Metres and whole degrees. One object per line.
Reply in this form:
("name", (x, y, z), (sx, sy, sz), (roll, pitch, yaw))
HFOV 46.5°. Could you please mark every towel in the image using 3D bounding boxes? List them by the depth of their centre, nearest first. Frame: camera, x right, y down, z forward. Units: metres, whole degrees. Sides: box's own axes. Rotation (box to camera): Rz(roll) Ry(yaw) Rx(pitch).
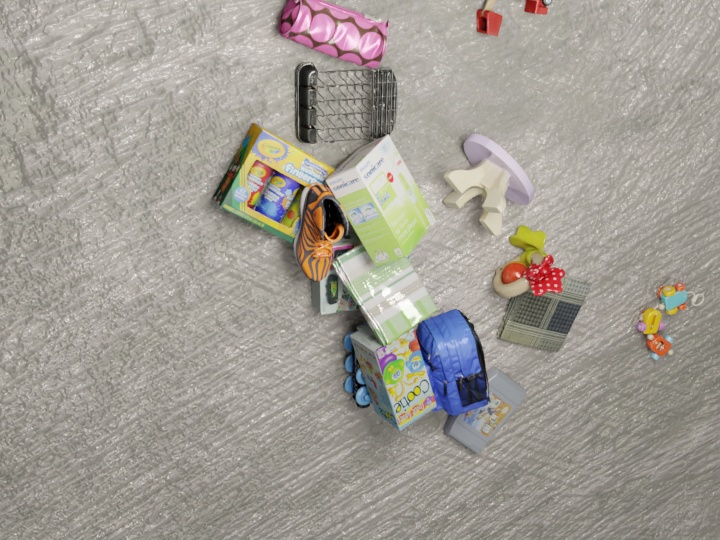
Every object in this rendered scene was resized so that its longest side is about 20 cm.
("towel", (0.052, 0.029, 1.672), (0.148, 0.031, 0.201), (-32, 87, -21))
("towel", (0.431, 0.090, 1.980), (0.198, 0.035, 0.194), (14, 108, -28))

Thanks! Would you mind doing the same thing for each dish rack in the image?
("dish rack", (-0.024, -0.322, 1.618), (0.198, 0.055, 0.155), (-7, 114, -21))

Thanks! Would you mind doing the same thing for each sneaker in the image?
("sneaker", (-0.074, -0.057, 1.589), (0.077, 0.112, 0.202), (-13, 119, -22))

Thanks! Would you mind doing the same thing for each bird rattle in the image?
("bird rattle", (0.365, 0.007, 1.832), (0.162, 0.201, 0.113), (-34, 119, 23))

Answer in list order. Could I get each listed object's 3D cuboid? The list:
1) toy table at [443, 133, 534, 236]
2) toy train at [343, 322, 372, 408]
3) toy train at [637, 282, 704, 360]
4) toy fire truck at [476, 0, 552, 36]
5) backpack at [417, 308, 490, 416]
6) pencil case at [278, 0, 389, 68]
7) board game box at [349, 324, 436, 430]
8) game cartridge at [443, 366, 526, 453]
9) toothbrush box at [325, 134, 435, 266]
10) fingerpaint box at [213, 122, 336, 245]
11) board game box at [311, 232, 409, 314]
("toy table", (0.262, -0.172, 1.730), (0.200, 0.183, 0.118), (42, 76, -17))
("toy train", (0.028, 0.206, 1.833), (0.113, 0.087, 0.202), (-11, 114, -24))
("toy train", (0.765, 0.120, 2.108), (0.149, 0.056, 0.201), (26, 103, -29))
("toy fire truck", (0.313, -0.563, 1.655), (0.139, 0.049, 0.202), (1, 110, -22))
("backpack", (0.192, 0.201, 1.850), (0.166, 0.163, 0.202), (-17, 117, -11))
("pencil case", (-0.047, -0.446, 1.540), (0.198, 0.091, 0.094), (10, 137, -25))
("board game box", (0.070, 0.210, 1.747), (0.102, 0.105, 0.202), (-28, 118, -21))
("game cartridge", (0.296, 0.335, 2.017), (0.133, 0.042, 0.201), (35, 95, -33))
("toothbrush box", (0.043, -0.135, 1.623), (0.201, 0.086, 0.146), (58, 42, -15))
("fingerpaint box", (-0.154, -0.161, 1.617), (0.199, 0.073, 0.168), (27, 99, -29))
("board game box", (0.000, 0.000, 1.749), (0.198, 0.064, 0.149), (-8, 113, -20))
